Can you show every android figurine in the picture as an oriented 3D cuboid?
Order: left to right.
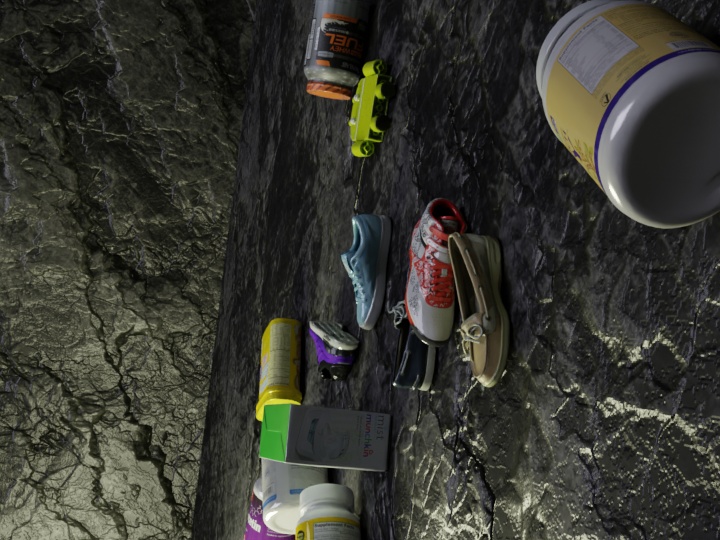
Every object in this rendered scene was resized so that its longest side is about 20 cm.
[{"bbox_3d":[0.017,-0.310,1.826,0.200,0.040,0.185,-155,73,-71],"label":"android figurine"}]

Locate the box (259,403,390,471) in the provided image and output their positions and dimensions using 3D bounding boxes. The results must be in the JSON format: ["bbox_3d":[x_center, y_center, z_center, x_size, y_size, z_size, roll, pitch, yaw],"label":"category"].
[{"bbox_3d":[-0.063,0.280,1.586,0.200,0.174,0.098,154,122,-71],"label":"box"}]

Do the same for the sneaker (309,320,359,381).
[{"bbox_3d":[-0.061,0.158,1.821,0.200,0.068,0.101,-145,62,-72],"label":"sneaker"}]

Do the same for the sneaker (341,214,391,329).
[{"bbox_3d":[0.000,0.000,1.666,0.074,0.081,0.204,167,110,-73],"label":"sneaker"}]

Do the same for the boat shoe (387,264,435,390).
[{"bbox_3d":[0.076,0.077,1.412,0.075,0.061,0.203,142,134,-69],"label":"boat shoe"}]

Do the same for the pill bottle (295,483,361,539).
[{"bbox_3d":[-0.053,0.468,1.578,0.115,0.112,0.202,119,153,-50],"label":"pill bottle"}]

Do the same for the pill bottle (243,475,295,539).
[{"bbox_3d":[-0.177,0.505,1.979,0.112,0.111,0.203,-133,52,-69],"label":"pill bottle"}]

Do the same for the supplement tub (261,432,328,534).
[{"bbox_3d":[-0.126,0.389,1.829,0.133,0.130,0.202,116,156,-46],"label":"supplement tub"}]

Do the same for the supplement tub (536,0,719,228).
[{"bbox_3d":[0.241,-0.144,0.817,0.201,0.143,0.147,-109,31,-57],"label":"supplement tub"}]

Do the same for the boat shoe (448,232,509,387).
[{"bbox_3d":[0.144,0.047,1.194,0.073,0.062,0.204,131,143,-61],"label":"boat shoe"}]

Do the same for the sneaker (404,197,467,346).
[{"bbox_3d":[0.108,-0.004,1.332,0.108,0.066,0.204,116,158,-53],"label":"sneaker"}]

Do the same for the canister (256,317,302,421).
[{"bbox_3d":[-0.184,0.228,2.177,0.149,0.085,0.203,124,150,-56],"label":"canister"}]

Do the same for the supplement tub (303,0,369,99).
[{"bbox_3d":[-0.052,-0.467,1.982,0.122,0.121,0.204,-161,79,-73],"label":"supplement tub"}]
